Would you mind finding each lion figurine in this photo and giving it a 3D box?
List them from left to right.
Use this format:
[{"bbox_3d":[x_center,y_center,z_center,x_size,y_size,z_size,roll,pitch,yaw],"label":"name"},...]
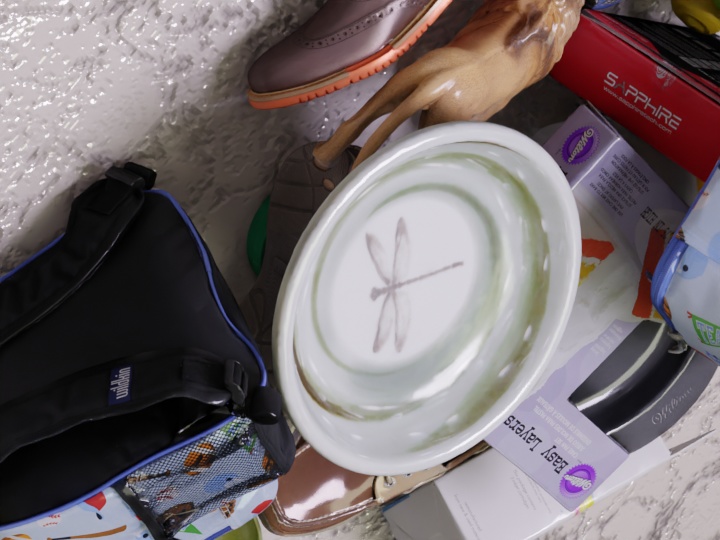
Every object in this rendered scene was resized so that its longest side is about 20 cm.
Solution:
[{"bbox_3d":[0.057,-0.107,1.320,0.122,0.072,0.200,-43,-173,36],"label":"lion figurine"}]

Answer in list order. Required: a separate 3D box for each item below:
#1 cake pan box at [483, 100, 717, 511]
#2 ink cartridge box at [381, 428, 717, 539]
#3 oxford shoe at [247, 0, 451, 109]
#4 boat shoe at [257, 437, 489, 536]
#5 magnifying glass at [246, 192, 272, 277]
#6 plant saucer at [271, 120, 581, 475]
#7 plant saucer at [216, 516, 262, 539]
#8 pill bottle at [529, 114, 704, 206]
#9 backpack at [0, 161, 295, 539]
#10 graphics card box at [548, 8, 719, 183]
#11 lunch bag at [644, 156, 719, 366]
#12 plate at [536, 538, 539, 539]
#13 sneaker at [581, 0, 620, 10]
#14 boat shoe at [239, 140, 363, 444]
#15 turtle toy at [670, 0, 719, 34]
[{"bbox_3d":[0.129,0.028,1.407,0.184,0.052,0.200,-44,130,5],"label":"cake pan box"},{"bbox_3d":[0.125,0.133,1.596,0.199,0.068,0.115,-27,175,-23],"label":"ink cartridge box"},{"bbox_3d":[0.012,-0.161,1.299,0.200,0.071,0.073,-37,113,-9],"label":"oxford shoe"},{"bbox_3d":[0.020,0.104,1.495,0.199,0.072,0.076,-28,93,-32],"label":"boat shoe"},{"bbox_3d":[0.000,0.000,1.449,0.080,0.022,0.200,-50,139,4],"label":"magnifying glass"},{"bbox_3d":[0.028,0.009,1.278,0.199,0.050,0.201,-17,122,-30],"label":"plant saucer"},{"bbox_3d":[-0.154,0.191,1.449,0.199,0.031,0.201,-21,137,-21],"label":"plant saucer"},{"bbox_3d":[0.188,-0.040,1.510,0.199,0.113,0.113,6,118,-45],"label":"pill bottle"},{"bbox_3d":[-0.145,0.074,1.262,0.190,0.200,0.155,-24,137,-6],"label":"backpack"},{"bbox_3d":[0.210,-0.100,1.432,0.200,0.125,0.051,-4,127,-60],"label":"graphics card box"},{"bbox_3d":[0.240,-0.030,1.340,0.201,0.075,0.160,-56,157,1],"label":"lunch bag"},{"bbox_3d":[0.054,0.257,1.707,0.200,0.032,0.200,-45,141,-3],"label":"plate"},{"bbox_3d":[0.184,-0.232,1.374,0.078,0.075,0.200,16,113,-52],"label":"sneaker"},{"bbox_3d":[-0.022,0.023,1.371,0.073,0.074,0.201,-3,121,-42],"label":"boat shoe"},{"bbox_3d":[0.264,-0.190,1.435,0.146,0.101,0.200,-54,173,-7],"label":"turtle toy"}]
